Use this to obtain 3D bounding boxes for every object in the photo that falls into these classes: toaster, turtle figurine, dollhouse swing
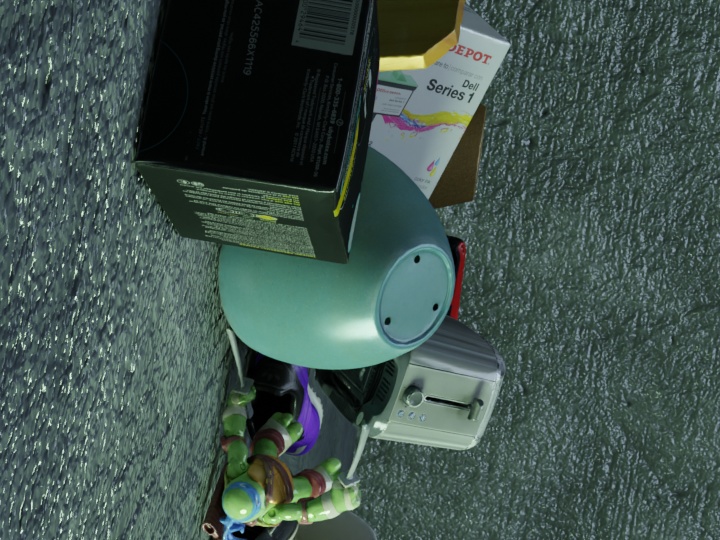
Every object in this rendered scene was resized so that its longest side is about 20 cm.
[{"bbox_3d":[0.044,0.091,1.627,0.200,0.129,0.114,38,-70,63],"label":"toaster"},{"bbox_3d":[-0.057,0.161,1.603,0.194,0.143,0.201,3,98,-81],"label":"turtle figurine"},{"bbox_3d":[-0.006,-0.185,1.406,0.182,0.175,0.201,93,6,-54],"label":"dollhouse swing"}]

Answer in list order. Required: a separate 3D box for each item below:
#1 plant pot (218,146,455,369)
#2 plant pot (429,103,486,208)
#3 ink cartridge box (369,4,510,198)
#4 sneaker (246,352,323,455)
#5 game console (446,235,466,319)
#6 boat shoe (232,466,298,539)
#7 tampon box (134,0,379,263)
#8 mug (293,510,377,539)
[{"bbox_3d":[0.000,0.000,1.462,0.199,0.134,0.201,-21,122,-38],"label":"plant pot"},{"bbox_3d":[0.020,-0.130,1.719,0.186,0.199,0.188,7,90,-86],"label":"plant pot"},{"bbox_3d":[0.020,-0.151,1.556,0.084,0.144,0.201,46,-65,45],"label":"ink cartridge box"},{"bbox_3d":[-0.086,0.146,1.786,0.201,0.069,0.100,87,18,-51],"label":"sneaker"},{"bbox_3d":[0.000,-0.001,1.697,0.177,0.199,0.031,94,13,-52],"label":"game console"},{"bbox_3d":[-0.099,0.236,1.693,0.200,0.072,0.063,-66,168,-59],"label":"boat shoe"},{"bbox_3d":[-0.059,-0.104,1.152,0.200,0.125,0.151,80,20,-78],"label":"tampon box"},{"bbox_3d":[-0.089,0.327,1.812,0.149,0.186,0.154,40,-62,56],"label":"mug"}]
